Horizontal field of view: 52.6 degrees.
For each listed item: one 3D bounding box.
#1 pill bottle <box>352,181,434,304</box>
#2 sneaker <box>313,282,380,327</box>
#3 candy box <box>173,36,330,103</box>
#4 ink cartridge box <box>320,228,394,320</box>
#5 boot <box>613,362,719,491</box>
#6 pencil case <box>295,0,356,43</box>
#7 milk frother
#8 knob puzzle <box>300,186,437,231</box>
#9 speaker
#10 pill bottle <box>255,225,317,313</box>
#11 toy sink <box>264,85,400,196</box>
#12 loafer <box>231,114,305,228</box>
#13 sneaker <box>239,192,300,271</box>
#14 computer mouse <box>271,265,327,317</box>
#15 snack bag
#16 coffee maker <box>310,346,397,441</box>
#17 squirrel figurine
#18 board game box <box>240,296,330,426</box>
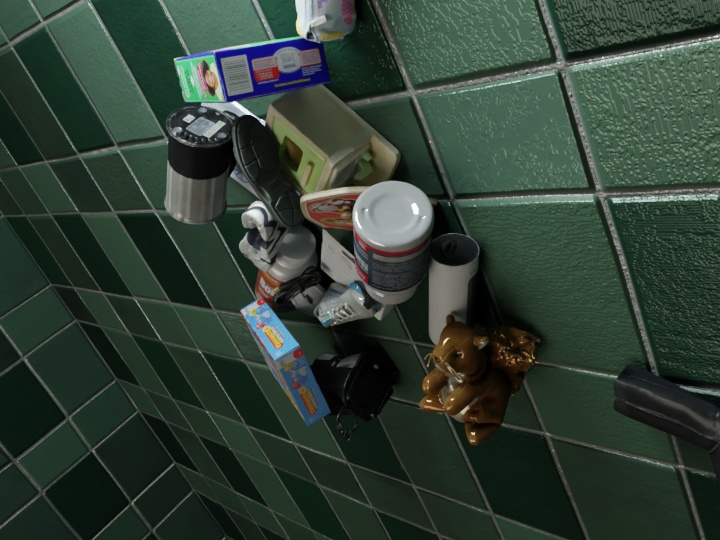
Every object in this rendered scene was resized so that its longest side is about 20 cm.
[{"bbox_3d":[0.049,-0.032,1.122,0.120,0.120,0.200,34,155,20],"label":"pill bottle"},{"bbox_3d":[-0.032,0.075,1.360,0.075,0.087,0.200,50,162,-12],"label":"sneaker"},{"bbox_3d":[-0.167,-0.301,1.098,0.200,0.169,0.077,19,123,59],"label":"candy box"},{"bbox_3d":[0.000,0.000,1.334,0.163,0.057,0.200,42,159,11],"label":"ink cartridge box"},{"bbox_3d":[0.468,0.238,1.063,0.200,0.066,0.165,19,129,33],"label":"boot"},{"bbox_3d":[-0.054,-0.409,0.970,0.083,0.091,0.200,29,142,27],"label":"pencil case"},{"bbox_3d":[-0.243,-0.177,1.319,0.200,0.180,0.188,40,141,21],"label":"milk frother"},{"bbox_3d":[-0.006,-0.090,1.177,0.220,0.220,0.030,-24,63,56],"label":"knob puzzle"},{"bbox_3d":[0.152,0.037,1.207,0.081,0.081,0.200,26,141,30],"label":"speaker"},{"bbox_3d":[-0.150,-0.005,1.485,0.112,0.112,0.200,40,147,11],"label":"pill bottle"},{"bbox_3d":[-0.056,-0.187,1.186,0.200,0.112,0.130,42,147,8],"label":"toy sink"},{"bbox_3d":[-0.161,-0.156,1.186,0.063,0.072,0.200,9,130,57],"label":"loafer"},{"bbox_3d":[-0.154,-0.086,1.336,0.079,0.130,0.199,35,154,16],"label":"sneaker"},{"bbox_3d":[-0.099,0.056,1.468,0.044,0.110,0.200,60,-174,23],"label":"computer mouse"},{"bbox_3d":[-0.244,-0.256,1.417,0.189,0.021,0.200,38,144,13],"label":"snack bag"},{"bbox_3d":[-0.048,0.259,1.569,0.200,0.192,0.135,-15,109,54],"label":"coffee maker"},{"bbox_3d":[0.192,0.151,1.197,0.142,0.200,0.187,37,148,53],"label":"squirrel figurine"},{"bbox_3d":[-0.153,0.184,1.481,0.196,0.056,0.200,44,159,51],"label":"board game box"}]
